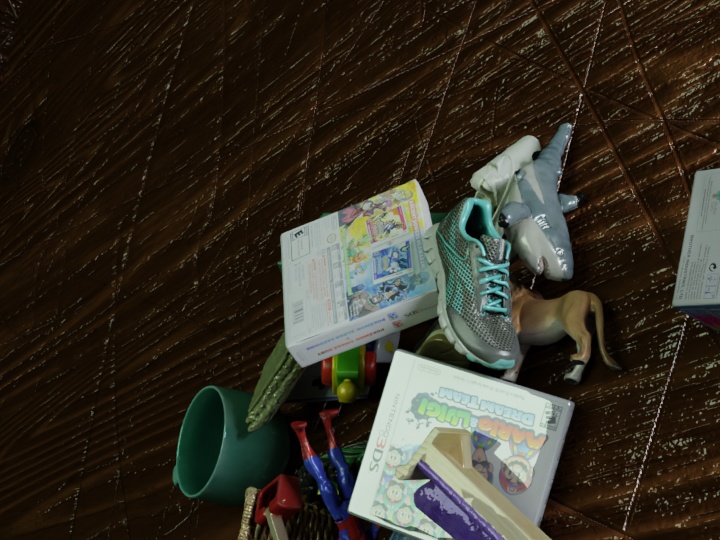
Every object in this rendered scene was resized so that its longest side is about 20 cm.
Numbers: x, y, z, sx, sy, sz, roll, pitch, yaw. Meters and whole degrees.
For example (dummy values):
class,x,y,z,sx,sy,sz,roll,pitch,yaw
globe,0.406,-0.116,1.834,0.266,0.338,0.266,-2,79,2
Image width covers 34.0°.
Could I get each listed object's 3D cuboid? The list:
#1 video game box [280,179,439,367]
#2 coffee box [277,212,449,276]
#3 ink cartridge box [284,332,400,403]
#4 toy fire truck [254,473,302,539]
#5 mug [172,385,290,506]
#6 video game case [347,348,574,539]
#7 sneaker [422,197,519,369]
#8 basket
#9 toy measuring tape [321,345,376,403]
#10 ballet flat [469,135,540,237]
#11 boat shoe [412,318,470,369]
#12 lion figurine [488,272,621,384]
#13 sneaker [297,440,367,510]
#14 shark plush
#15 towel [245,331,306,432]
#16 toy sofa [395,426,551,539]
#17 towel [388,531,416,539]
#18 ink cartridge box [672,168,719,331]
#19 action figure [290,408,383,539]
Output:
class,x,y,z,sx,sy,sz,roll,pitch,yaw
video game box,0.000,0.000,1.350,0.182,0.047,0.200,-23,39,14
coffee box,0.010,-0.023,1.458,0.200,0.044,0.123,1,35,34
ink cartridge box,-0.021,0.080,1.548,0.198,0.047,0.200,-11,64,50
toy fire truck,-0.044,0.338,1.325,0.049,0.141,0.200,-43,40,33
mug,-0.172,0.238,1.593,0.185,0.114,0.152,0,76,61
video game case,0.100,0.194,1.208,0.200,0.024,0.182,15,86,26
sneaker,0.121,0.007,1.207,0.091,0.078,0.200,-58,40,43
basket,-0.127,0.372,1.421,0.143,0.149,0.200,-16,58,50
toy measuring tape,-0.013,0.096,1.449,0.074,0.074,0.200,-45,24,30
ballet flat,0.147,-0.074,1.380,0.069,0.069,0.200,31,96,57
boat shoe,0.089,0.108,1.319,0.066,0.072,0.201,-55,-7,-30
lion figurine,0.196,0.054,1.240,0.200,0.072,0.123,-1,59,40
sneaker,0.023,0.224,1.362,0.200,0.085,0.078,-7,107,37
shark plush,0.208,-0.073,1.303,0.083,0.091,0.200,9,47,14
towel,-0.084,0.102,1.499,0.200,0.036,0.148,-59,9,24
toy sofa,0.125,0.247,1.121,0.200,0.083,0.098,42,102,27
towel,0.100,0.250,1.243,0.112,0.049,0.200,25,91,40
ink cartridge box,0.376,-0.023,1.006,0.200,0.076,0.137,-7,66,55
action figure,-0.010,0.255,1.285,0.099,0.065,0.200,-12,96,64
